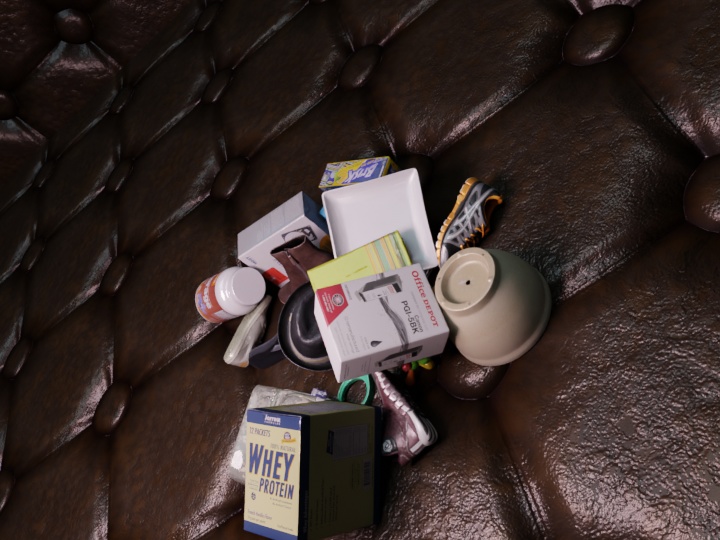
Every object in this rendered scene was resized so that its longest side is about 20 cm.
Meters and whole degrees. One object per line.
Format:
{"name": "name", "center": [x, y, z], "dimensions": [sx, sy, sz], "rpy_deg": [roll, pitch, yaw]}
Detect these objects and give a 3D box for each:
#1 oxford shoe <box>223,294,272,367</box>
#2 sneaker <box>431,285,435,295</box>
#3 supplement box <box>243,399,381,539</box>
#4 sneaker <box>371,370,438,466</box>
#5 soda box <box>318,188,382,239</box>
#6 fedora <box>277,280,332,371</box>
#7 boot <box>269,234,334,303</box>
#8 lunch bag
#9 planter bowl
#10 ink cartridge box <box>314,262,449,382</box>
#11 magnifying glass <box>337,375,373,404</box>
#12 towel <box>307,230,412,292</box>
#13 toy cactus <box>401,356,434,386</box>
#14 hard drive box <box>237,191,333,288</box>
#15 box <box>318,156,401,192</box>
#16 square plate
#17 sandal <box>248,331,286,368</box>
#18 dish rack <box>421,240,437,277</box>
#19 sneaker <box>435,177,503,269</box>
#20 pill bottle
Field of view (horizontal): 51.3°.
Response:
{"name": "oxford shoe", "center": [-0.248, 0.141, 1.720], "dimensions": [0.075, 0.057, 0.202], "rpy_deg": [-33, 26, 47]}
{"name": "sneaker", "center": [0.065, 0.047, 1.416], "dimensions": [0.196, 0.073, 0.086], "rpy_deg": [-1, 96, 11]}
{"name": "supplement box", "center": [-0.077, 0.330, 1.261], "dimensions": [0.133, 0.198, 0.204], "rpy_deg": [-3, 85, 42]}
{"name": "sneaker", "center": [0.045, 0.264, 1.339], "dimensions": [0.116, 0.075, 0.200], "rpy_deg": [-49, 41, 8]}
{"name": "soda box", "center": [-0.007, -0.108, 1.586], "dimensions": [0.068, 0.064, 0.199], "rpy_deg": [-55, 34, -2]}
{"name": "fedora", "center": [-0.079, 0.095, 1.500], "dimensions": [0.197, 0.092, 0.204], "rpy_deg": [0, 67, 0]}
{"name": "boot", "center": [-0.142, -0.004, 1.633], "dimensions": [0.198, 0.166, 0.073], "rpy_deg": [-22, 48, 31]}
{"name": "lunch bag", "center": [-0.134, 0.325, 1.423], "dimensions": [0.165, 0.140, 0.203], "rpy_deg": [6, 65, 28]}
{"name": "planter bowl", "center": [0.210, 0.045, 1.293], "dimensions": [0.198, 0.134, 0.203], "rpy_deg": [-24, 48, 30]}
{"name": "ink cartridge box", "center": [0.034, 0.086, 1.284], "dimensions": [0.197, 0.083, 0.148], "rpy_deg": [-15, 60, -14]}
{"name": "magnifying glass", "center": [0.004, 0.189, 1.471], "dimensions": [0.079, 0.022, 0.203], "rpy_deg": [-6, 58, 41]}
{"name": "towel", "center": [0.000, 0.000, 1.443], "dimensions": [0.197, 0.018, 0.087], "rpy_deg": [-24, 73, 7]}
{"name": "toy cactus", "center": [0.040, 0.136, 1.377], "dimensions": [0.200, 0.163, 0.104], "rpy_deg": [40, 112, 54]}
{"name": "hard drive box", "center": [-0.156, -0.065, 1.700], "dimensions": [0.198, 0.155, 0.078], "rpy_deg": [-30, 46, 25]}
{"name": "box", "center": [0.000, -0.209, 1.726], "dimensions": [0.198, 0.064, 0.071], "rpy_deg": [1, 63, 43]}
{"name": "square plate", "center": [0.037, -0.080, 1.468], "dimensions": [0.197, 0.028, 0.202], "rpy_deg": [-14, 79, 8]}
{"name": "sandal", "center": [-0.162, 0.166, 1.609], "dimensions": [0.199, 0.076, 0.043], "rpy_deg": [-38, 39, 32]}
{"name": "dish rack", "center": [0.074, -0.013, 1.526], "dimensions": [0.199, 0.054, 0.155], "rpy_deg": [22, 80, 47]}
{"name": "sneaker", "center": [0.206, -0.080, 1.436], "dimensions": [0.076, 0.078, 0.203], "rpy_deg": [20, 83, 28]}
{"name": "pill bottle", "center": [-0.301, 0.054, 1.747], "dimensions": [0.199, 0.111, 0.114], "rpy_deg": [-21, 47, 55]}
